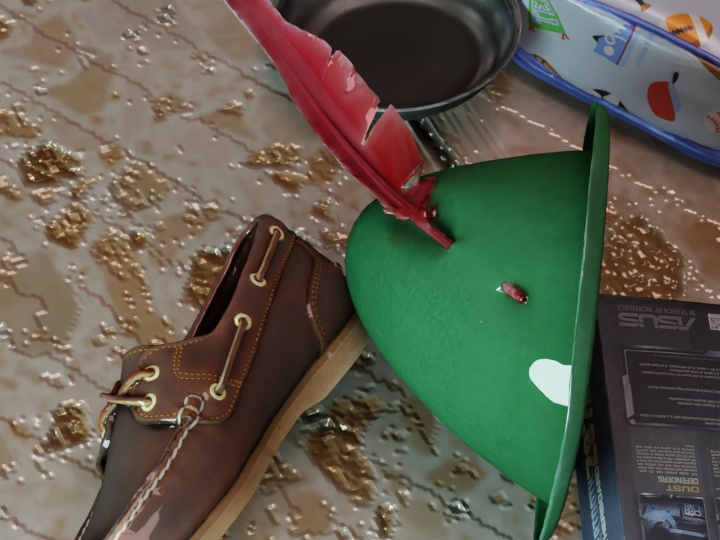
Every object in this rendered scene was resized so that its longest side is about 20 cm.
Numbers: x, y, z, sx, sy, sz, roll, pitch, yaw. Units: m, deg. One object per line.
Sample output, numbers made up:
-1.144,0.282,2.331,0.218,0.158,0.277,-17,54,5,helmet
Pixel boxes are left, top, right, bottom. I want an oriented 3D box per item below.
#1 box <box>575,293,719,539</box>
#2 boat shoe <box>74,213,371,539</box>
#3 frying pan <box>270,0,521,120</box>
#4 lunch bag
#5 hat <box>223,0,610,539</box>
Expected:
0.189,0.093,1.001,0.200,0.051,0.158,4,51,-10,box
-0.066,0.056,0.954,0.070,0.070,0.200,48,43,-12,boat shoe
-0.021,-0.111,1.132,0.190,0.031,0.115,8,47,11,frying pan
0.162,-0.150,1.177,0.160,0.076,0.200,26,52,12,lunch bag
0.000,0.000,0.971,0.176,0.166,0.200,8,41,1,hat
